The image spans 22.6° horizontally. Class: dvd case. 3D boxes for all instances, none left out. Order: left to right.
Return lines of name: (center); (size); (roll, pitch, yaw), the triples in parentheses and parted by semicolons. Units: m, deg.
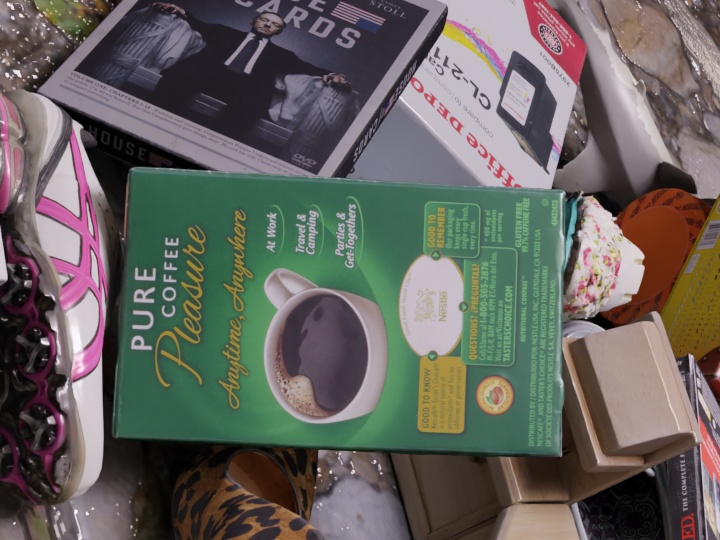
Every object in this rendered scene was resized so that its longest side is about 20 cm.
dvd case: (-0.056, -0.109, 0.936); (0.150, 0.025, 0.200); (23, 44, 8)
dvd case: (0.194, 0.166, 0.961); (0.146, 0.022, 0.201); (53, 31, -46)

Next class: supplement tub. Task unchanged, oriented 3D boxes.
supplement tub: (0.251, 0.031, 1.193); (0.200, 0.122, 0.123); (30, 45, -34)

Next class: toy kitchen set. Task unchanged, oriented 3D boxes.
toy kitchen set: (0.048, 0.089, 0.876); (0.180, 0.163, 0.201); (8, 59, -47)

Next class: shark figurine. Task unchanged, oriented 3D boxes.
shark figurine: (0.154, -0.100, 1.217); (0.215, 0.089, 0.128); (63, 2, -8)

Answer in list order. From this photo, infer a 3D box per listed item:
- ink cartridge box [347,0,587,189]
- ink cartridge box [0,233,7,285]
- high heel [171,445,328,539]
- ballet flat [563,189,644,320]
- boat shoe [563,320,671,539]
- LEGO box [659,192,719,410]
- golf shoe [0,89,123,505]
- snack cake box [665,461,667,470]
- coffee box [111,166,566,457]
ink cartridge box: (0.050, -0.107, 1.086); (0.146, 0.083, 0.200); (43, 39, -21)
ink cartridge box: (-0.225, -0.080, 0.753); (0.115, 0.068, 0.201); (12, 57, -46)
high heel: (-0.028, 0.106, 0.790); (0.072, 0.142, 0.200); (52, 37, -10)
ballet flat: (0.130, -0.007, 1.042); (0.064, 0.076, 0.200); (17, 5, -4)
boat shoe: (0.138, 0.111, 0.963); (0.070, 0.072, 0.202); (-6, 65, -7)
LEGO box: (0.270, 0.026, 1.081); (0.149, 0.077, 0.201); (39, 66, -23)
golf shoe: (-0.133, 0.007, 0.796); (0.092, 0.072, 0.201); (12, 56, -46)
snack cake box: (0.207, 0.177, 1.084); (0.200, 0.067, 0.115); (46, 40, -17)
coffee box: (-0.009, 0.020, 0.807); (0.199, 0.044, 0.124); (2, 84, -5)
